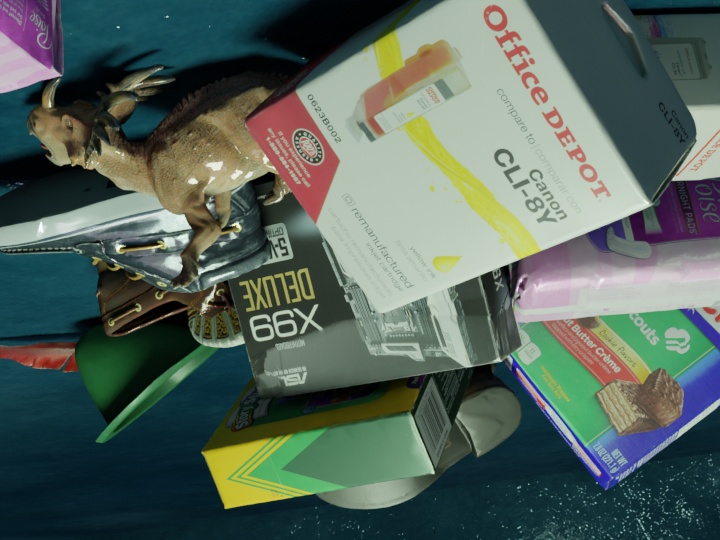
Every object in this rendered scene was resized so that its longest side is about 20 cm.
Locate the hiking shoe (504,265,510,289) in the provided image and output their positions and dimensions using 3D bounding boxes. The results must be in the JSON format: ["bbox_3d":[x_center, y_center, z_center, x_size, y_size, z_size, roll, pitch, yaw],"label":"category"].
[{"bbox_3d":[0.092,-0.001,1.085,0.200,0.087,0.074,34,118,-31],"label":"hiking shoe"}]

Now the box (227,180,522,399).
[{"bbox_3d":[0.000,0.000,0.892,0.200,0.158,0.050,-11,-174,28],"label":"box"}]

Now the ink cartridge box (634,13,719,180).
[{"bbox_3d":[0.177,-0.106,0.789,0.200,0.068,0.116,-2,163,-8],"label":"ink cartridge box"}]

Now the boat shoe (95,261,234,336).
[{"bbox_3d":[-0.131,0.009,1.048,0.200,0.070,0.070,-15,160,22],"label":"boat shoe"}]

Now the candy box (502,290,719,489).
[{"bbox_3d":[0.225,0.047,1.004,0.200,0.169,0.077,-37,164,-5],"label":"candy box"}]

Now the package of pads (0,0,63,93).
[{"bbox_3d":[-0.253,-0.120,0.581,0.200,0.076,0.121,-10,164,13],"label":"package of pads"}]

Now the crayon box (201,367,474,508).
[{"bbox_3d":[-0.008,0.097,0.981,0.172,0.058,0.200,-14,-160,23],"label":"crayon box"}]

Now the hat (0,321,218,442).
[{"bbox_3d":[-0.261,0.060,1.255,0.200,0.176,0.166,-40,177,-28],"label":"hat"}]

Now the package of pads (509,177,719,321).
[{"bbox_3d":[0.201,-0.030,0.919,0.200,0.121,0.076,-5,152,-2],"label":"package of pads"}]

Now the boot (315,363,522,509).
[{"bbox_3d":[0.043,0.119,1.073,0.200,0.069,0.174,-22,-163,-1],"label":"boot"}]

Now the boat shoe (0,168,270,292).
[{"bbox_3d":[-0.165,-0.022,0.869,0.200,0.071,0.091,-11,122,10],"label":"boat shoe"}]

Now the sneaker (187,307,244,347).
[{"bbox_3d":[-0.068,0.026,1.115,0.200,0.076,0.088,-18,161,38],"label":"sneaker"}]

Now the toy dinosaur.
[{"bbox_3d":[-0.092,-0.084,0.764,0.200,0.136,0.086,-27,-156,-6],"label":"toy dinosaur"}]

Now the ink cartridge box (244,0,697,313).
[{"bbox_3d":[0.057,-0.079,0.684,0.200,0.145,0.083,-24,-163,42],"label":"ink cartridge box"}]
